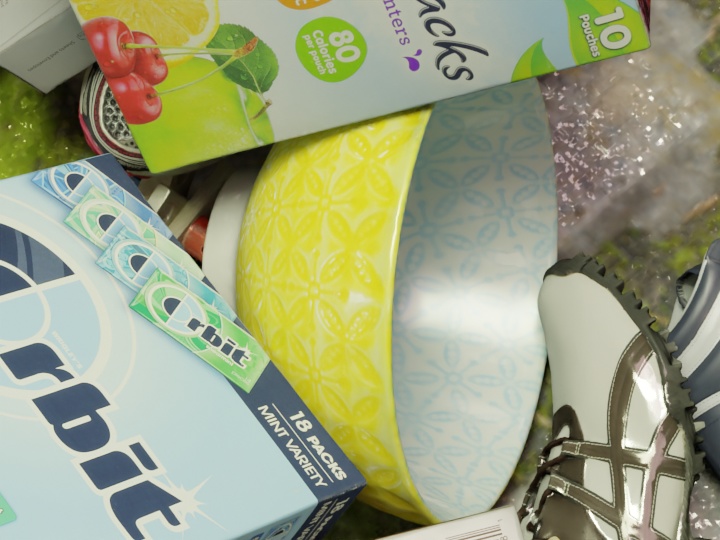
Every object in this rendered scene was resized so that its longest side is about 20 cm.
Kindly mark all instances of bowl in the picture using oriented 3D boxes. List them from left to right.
[{"bbox_3d":[0.000,0.000,1.081,0.107,0.200,0.201,5,66,21],"label":"bowl"}]

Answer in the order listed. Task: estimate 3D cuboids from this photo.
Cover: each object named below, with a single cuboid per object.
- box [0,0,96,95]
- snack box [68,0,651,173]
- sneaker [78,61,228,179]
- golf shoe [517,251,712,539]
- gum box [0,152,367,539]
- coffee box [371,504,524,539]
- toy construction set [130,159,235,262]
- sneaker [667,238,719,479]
[{"bbox_3d":[-0.072,-0.183,1.062,0.200,0.041,0.156,-30,53,23],"label":"box"},{"bbox_3d":[-0.009,-0.126,0.969,0.199,0.143,0.053,-13,35,15],"label":"snack box"},{"bbox_3d":[-0.031,-0.110,1.065,0.200,0.075,0.081,-37,94,8],"label":"sneaker"},{"bbox_3d":[0.095,0.092,1.093,0.094,0.078,0.201,-14,75,-12],"label":"golf shoe"},{"bbox_3d":[-0.119,0.049,0.955,0.200,0.045,0.170,-19,63,-48],"label":"gum box"},{"bbox_3d":[-0.033,0.161,1.039,0.199,0.114,0.080,-13,74,-10],"label":"coffee box"},{"bbox_3d":[-0.120,-0.090,1.139,0.200,0.092,0.131,41,56,5],"label":"toy construction set"},{"bbox_3d":[0.210,0.009,1.149,0.200,0.070,0.109,-40,79,-16],"label":"sneaker"}]
